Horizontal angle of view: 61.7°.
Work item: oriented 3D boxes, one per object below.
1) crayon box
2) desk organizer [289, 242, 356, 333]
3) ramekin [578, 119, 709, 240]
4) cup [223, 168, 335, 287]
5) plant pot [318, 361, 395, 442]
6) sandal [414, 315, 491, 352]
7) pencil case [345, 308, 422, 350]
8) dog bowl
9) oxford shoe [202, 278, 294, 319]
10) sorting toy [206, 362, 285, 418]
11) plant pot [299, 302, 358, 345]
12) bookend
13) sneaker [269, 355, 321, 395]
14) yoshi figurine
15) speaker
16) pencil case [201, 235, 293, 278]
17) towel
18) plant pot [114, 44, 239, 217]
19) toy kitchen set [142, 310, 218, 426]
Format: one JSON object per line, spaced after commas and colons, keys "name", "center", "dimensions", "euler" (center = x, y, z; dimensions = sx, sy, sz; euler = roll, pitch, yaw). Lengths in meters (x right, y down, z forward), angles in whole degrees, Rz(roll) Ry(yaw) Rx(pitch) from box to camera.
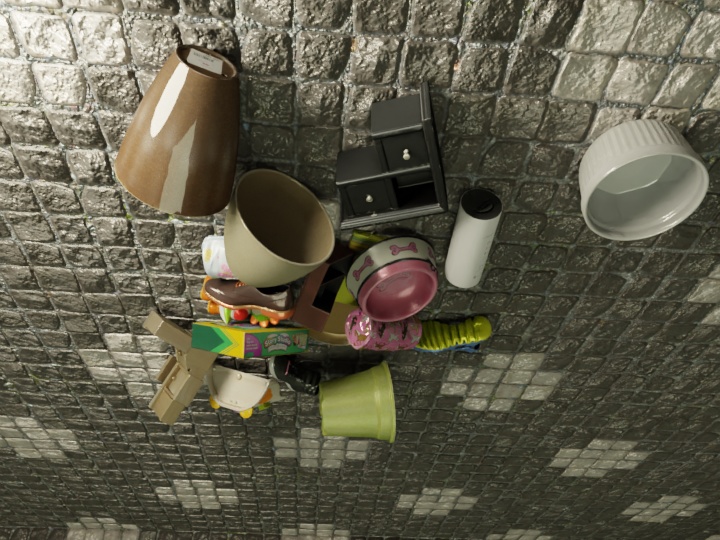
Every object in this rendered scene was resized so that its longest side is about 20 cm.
{"name": "crayon box", "center": [-0.237, 0.148, 1.315], "dimensions": [0.169, 0.060, 0.198], "euler": [6, -179, 37]}
{"name": "desk organizer", "center": [-0.080, 0.033, 1.250], "dimensions": [0.075, 0.073, 0.202], "euler": [23, 133, -4]}
{"name": "ramekin", "center": [0.464, -0.157, 1.015], "dimensions": [0.194, 0.107, 0.203], "euler": [0, 142, 0]}
{"name": "cup", "center": [-0.163, -0.053, 1.060], "dimensions": [0.197, 0.204, 0.143], "euler": [24, 133, -27]}
{"name": "plant pot", "center": [-0.015, 0.344, 1.542], "dimensions": [0.178, 0.204, 0.203], "euler": [-4, 142, -6]}
{"name": "sandal", "center": [0.215, 0.167, 1.442], "dimensions": [0.194, 0.081, 0.088], "euler": [-4, 146, 7]}
{"name": "pencil case", "center": [0.053, 0.131, 1.344], "dimensions": [0.197, 0.088, 0.083], "euler": [6, 133, -48]}
{"name": "dog bowl", "center": [0.071, 0.026, 1.227], "dimensions": [0.195, 0.075, 0.203], "euler": [-13, 143, -10]}
{"name": "oxford shoe", "center": [-0.224, 0.036, 1.211], "dimensions": [0.194, 0.072, 0.074], "euler": [10, 129, 7]}
{"name": "sorting toy", "center": [-0.288, 0.323, 1.597], "dimensions": [0.195, 0.110, 0.179], "euler": [10, 172, 25]}
{"name": "plant pot", "center": [-0.046, 0.110, 1.411], "dimensions": [0.194, 0.028, 0.203], "euler": [1, 142, 1]}
{"name": "bookend", "center": [0.036, -0.181, 0.996], "dimensions": [0.193, 0.094, 0.202], "euler": [-8, 140, 11]}
{"name": "sneaker", "center": [-0.160, 0.263, 1.549], "dimensions": [0.097, 0.072, 0.201], "euler": [4, 151, 23]}
{"name": "yoshi figurine", "center": [-0.237, 0.052, 1.308], "dimensions": [0.194, 0.112, 0.115], "euler": [8, 103, 12]}
{"name": "speaker", "center": [0.214, -0.058, 1.158], "dimensions": [0.079, 0.083, 0.202], "euler": [1, 142, -2]}
{"name": "pencil case", "center": [-0.211, -0.034, 1.187], "dimensions": [0.194, 0.085, 0.092], "euler": [-6, 140, 8]}
{"name": "towel", "center": [0.000, 0.000, 1.263], "dimensions": [0.084, 0.018, 0.203], "euler": [15, 132, -8]}
{"name": "plant pot", "center": [-0.256, -0.220, 0.903], "dimensions": [0.182, 0.189, 0.203], "euler": [16, 125, -19]}
{"name": "toy kitchen set", "center": [-0.488, 0.222, 1.455], "dimensions": [0.162, 0.203, 0.180], "euler": [22, 166, 49]}
